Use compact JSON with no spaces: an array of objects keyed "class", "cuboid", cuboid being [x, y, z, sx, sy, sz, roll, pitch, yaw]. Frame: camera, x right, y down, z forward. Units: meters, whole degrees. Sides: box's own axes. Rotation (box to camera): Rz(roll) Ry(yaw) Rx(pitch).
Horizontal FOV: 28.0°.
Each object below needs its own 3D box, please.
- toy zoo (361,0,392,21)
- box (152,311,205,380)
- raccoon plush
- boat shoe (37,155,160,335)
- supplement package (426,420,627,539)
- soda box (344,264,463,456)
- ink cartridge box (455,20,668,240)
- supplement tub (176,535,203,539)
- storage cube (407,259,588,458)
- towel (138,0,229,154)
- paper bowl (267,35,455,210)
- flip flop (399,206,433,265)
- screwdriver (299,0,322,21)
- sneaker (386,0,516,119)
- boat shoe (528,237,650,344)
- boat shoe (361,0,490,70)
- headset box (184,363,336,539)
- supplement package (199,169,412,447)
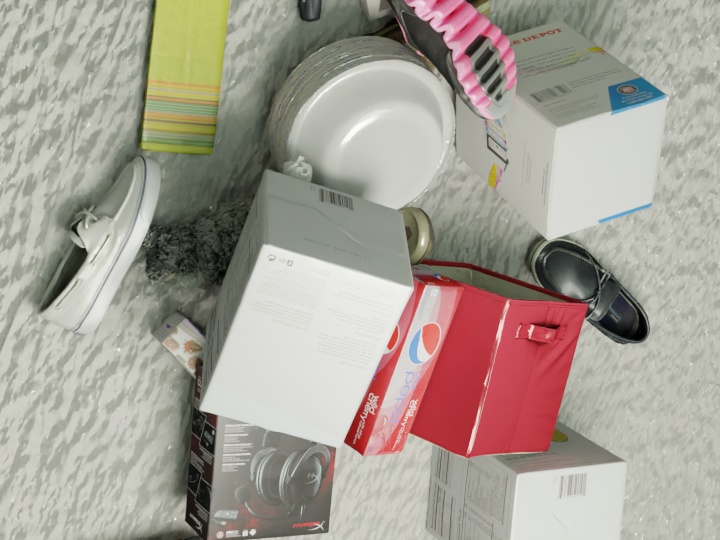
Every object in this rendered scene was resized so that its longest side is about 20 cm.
[{"class":"toy zoo","cuboid":[0.070,-0.339,1.560,0.199,0.131,0.021,-26,68,-18]},{"class":"box","cuboid":[-0.150,0.127,1.608,0.039,0.041,0.200,-46,116,-10]},{"class":"raccoon plush","cuboid":[-0.150,-0.056,1.516,0.133,0.097,0.201,7,123,-27]},{"class":"boat shoe","cuboid":[-0.273,-0.032,1.497,0.065,0.072,0.201,23,100,-33]},{"class":"supplement package","cuboid":[0.192,0.269,1.714,0.151,0.200,0.152,-2,104,-25]},{"class":"soda box","cuboid":[0.036,0.095,1.541,0.070,0.063,0.201,4,110,-49]},{"class":"ink cartridge box","cuboid":[0.216,-0.160,1.604,0.146,0.200,0.145,-18,130,-21]},{"class":"supplement tub","cuboid":[-0.220,0.363,1.586,0.199,0.122,0.123,-8,106,-23]},{"class":"storage cube","cuboid":[0.123,0.096,1.624,0.170,0.199,0.181,4,103,-51]},{"class":"towel","cuboid":[-0.184,-0.223,1.521,0.086,0.018,0.202,2,101,-32]},{"class":"paper bowl","cuboid":[0.008,-0.140,1.549,0.199,0.104,0.202,-13,128,-18]},{"class":"flip flop","cuboid":[0.000,0.000,1.585,0.057,0.081,0.200,-1,149,-48]},{"class":"screwdriver","cuboid":[-0.050,-0.366,1.537,0.028,0.029,0.201,-5,110,-24]},{"class":"sneaker","cuboid":[0.088,-0.244,1.520,0.079,0.095,0.201,-38,102,-27]},{"class":"boat shoe","cuboid":[0.286,0.027,1.779,0.200,0.062,0.075,40,86,-26]},{"class":"boat shoe","cuboid":[0.060,-0.243,1.606,0.199,0.072,0.076,-27,119,-6]},{"class":"headset box","cuboid":[-0.105,0.185,1.577,0.148,0.077,0.202,1,102,-28]},{"class":"supplement package","cuboid":[-0.058,0.038,1.439,0.151,0.151,0.201,17,119,-13]}]
